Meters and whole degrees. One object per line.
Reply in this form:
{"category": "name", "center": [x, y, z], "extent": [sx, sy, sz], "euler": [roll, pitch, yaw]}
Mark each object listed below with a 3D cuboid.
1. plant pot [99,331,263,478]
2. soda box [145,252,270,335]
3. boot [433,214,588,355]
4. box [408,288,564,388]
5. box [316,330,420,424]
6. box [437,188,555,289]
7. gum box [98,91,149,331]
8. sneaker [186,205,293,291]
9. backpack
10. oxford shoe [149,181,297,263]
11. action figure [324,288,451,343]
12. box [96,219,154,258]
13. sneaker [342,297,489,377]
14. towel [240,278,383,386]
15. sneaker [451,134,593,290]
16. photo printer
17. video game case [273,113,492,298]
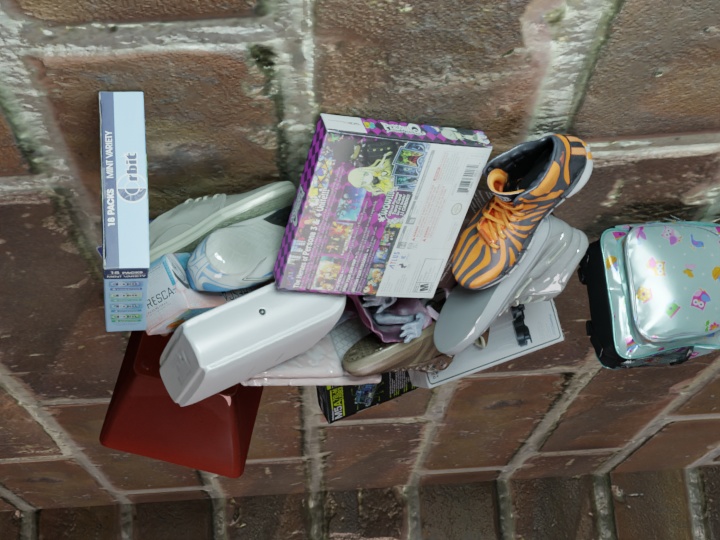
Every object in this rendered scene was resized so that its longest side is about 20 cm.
{"category": "plant pot", "center": [-0.222, 0.130, 1.783], "extent": [0.198, 0.201, 0.177], "euler": [14, 148, -4]}
{"category": "soda box", "center": [-0.172, 0.022, 1.496], "extent": [0.063, 0.069, 0.200], "euler": [-30, 170, 22]}
{"category": "boot", "center": [0.170, 0.025, 1.497], "extent": [0.095, 0.074, 0.200], "euler": [21, 119, -32]}
{"category": "box", "center": [0.148, 0.064, 1.709], "extent": [0.198, 0.118, 0.060], "euler": [-19, -176, -18]}
{"category": "box", "center": [0.030, 0.101, 1.813], "extent": [0.192, 0.048, 0.201], "euler": [-19, 139, -12]}
{"category": "box", "center": [0.124, -0.035, 1.523], "extent": [0.198, 0.075, 0.101], "euler": [10, 127, -32]}
{"category": "gum box", "center": [-0.226, -0.051, 1.294], "extent": [0.044, 0.172, 0.200], "euler": [-1, 161, -10]}
{"category": "sneaker", "center": [-0.104, -0.021, 1.455], "extent": [0.199, 0.072, 0.072], "euler": [-13, 167, -45]}
{"category": "backpack", "center": [0.386, 0.023, 1.649], "extent": [0.198, 0.178, 0.153], "euler": [-3, 167, -15]}
{"category": "oxford shoe", "center": [-0.163, -0.058, 1.480], "extent": [0.199, 0.058, 0.075], "euler": [-25, 159, 13]}
{"category": "action figure", "center": [0.000, 0.000, 1.585], "extent": [0.148, 0.135, 0.200], "euler": [-20, -151, -19]}
{"category": "box", "center": [-0.202, -0.029, 1.588], "extent": [0.198, 0.033, 0.121], "euler": [-6, 162, -1]}
{"category": "sneaker", "center": [0.074, 0.094, 1.610], "extent": [0.199, 0.076, 0.070], "euler": [-25, -162, -21]}
{"category": "towel", "center": [-0.081, 0.060, 1.649], "extent": [0.189, 0.201, 0.032], "euler": [2, 132, -25]}
{"category": "sneaker", "center": [0.143, -0.065, 1.379], "extent": [0.201, 0.078, 0.112], "euler": [-53, 153, 19]}
{"category": "photo printer", "center": [-0.112, 0.068, 1.478], "extent": [0.199, 0.070, 0.166], "euler": [-24, 169, -26]}
{"category": "video game case", "center": [0.020, -0.060, 1.379], "extent": [0.180, 0.036, 0.201], "euler": [3, 128, -21]}
